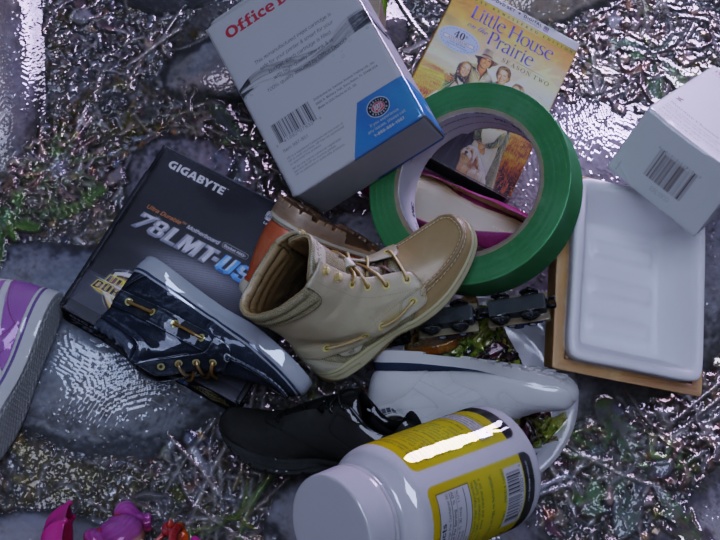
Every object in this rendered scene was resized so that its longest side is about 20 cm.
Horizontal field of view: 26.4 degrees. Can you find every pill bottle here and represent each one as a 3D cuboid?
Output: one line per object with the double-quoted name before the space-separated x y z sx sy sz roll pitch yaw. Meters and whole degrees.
"pill bottle" 0.048 0.191 1.295 0.200 0.114 0.114 -13 68 -42

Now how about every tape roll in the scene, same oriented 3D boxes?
"tape roll" 0.109 -0.078 1.460 0.200 0.048 0.201 -7 72 21

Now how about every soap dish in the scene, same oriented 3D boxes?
"soap dish" 0.253 0.018 1.486 0.157 0.081 0.200 11 68 -16

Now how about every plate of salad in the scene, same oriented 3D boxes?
"plate of salad" 0.113 0.113 1.472 0.200 0.048 0.200 2 70 -4

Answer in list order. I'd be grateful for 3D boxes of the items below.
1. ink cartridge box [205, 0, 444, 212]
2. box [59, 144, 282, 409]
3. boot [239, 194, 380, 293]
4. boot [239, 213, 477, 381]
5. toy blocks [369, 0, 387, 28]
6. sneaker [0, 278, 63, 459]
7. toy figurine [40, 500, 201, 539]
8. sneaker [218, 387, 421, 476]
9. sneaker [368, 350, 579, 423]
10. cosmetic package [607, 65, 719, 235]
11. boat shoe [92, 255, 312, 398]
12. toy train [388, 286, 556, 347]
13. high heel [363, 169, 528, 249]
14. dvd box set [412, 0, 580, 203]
"ink cartridge box" -0.034 -0.180 1.465 0.145 0.084 0.200 -32 72 11
"box" -0.155 0.006 1.492 0.200 0.050 0.199 29 71 5
"boot" -0.029 0.010 1.458 0.075 0.200 0.107 34 98 47
"boot" 0.000 0.000 1.367 0.200 0.155 0.073 -40 51 7
"toy blocks" -0.048 -0.200 1.560 0.137 0.100 0.200 1 70 8
"sneaker" -0.364 0.097 1.435 0.114 0.073 0.201 14 60 5
"toy figurine" -0.197 0.267 1.363 0.184 0.150 0.200 35 49 18
"sneaker" -0.032 0.145 1.410 0.200 0.076 0.091 11 113 9
"sneaker" 0.103 0.119 1.411 0.200 0.076 0.081 3 83 24
"cosmetic package" 0.336 -0.121 1.504 0.113 0.081 0.200 39 35 11
"boat shoe" -0.146 0.078 1.411 0.200 0.071 0.091 34 75 12
"toy train" 0.087 0.049 1.452 0.200 0.046 0.034 -9 63 12
"high heel" 0.087 -0.065 1.509 0.200 0.096 0.067 34 71 8
"dvd box set" 0.125 -0.183 1.580 0.146 0.029 0.200 28 70 -4
